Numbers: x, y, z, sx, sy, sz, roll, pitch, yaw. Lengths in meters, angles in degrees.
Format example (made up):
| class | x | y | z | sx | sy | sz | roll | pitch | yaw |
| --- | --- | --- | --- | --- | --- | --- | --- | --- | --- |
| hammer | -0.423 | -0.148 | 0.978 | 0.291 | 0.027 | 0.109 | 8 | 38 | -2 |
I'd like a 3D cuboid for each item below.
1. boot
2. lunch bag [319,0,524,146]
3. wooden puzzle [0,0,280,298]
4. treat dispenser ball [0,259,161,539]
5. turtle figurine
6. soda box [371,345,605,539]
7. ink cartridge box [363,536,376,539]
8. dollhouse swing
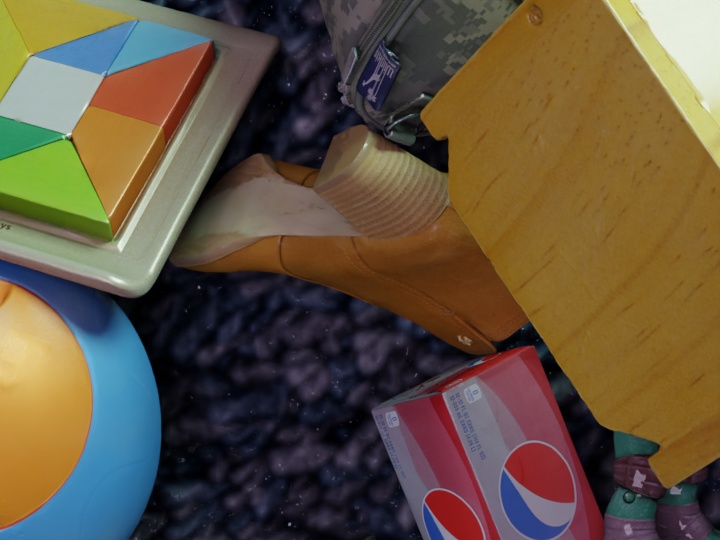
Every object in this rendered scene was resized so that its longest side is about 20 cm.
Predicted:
| class | x | y | z | sx | sy | sz | roll | pitch | yaw |
| --- | --- | --- | --- | --- | --- | --- | --- | --- | --- |
| boot | 0.001 | -0.001 | 1.032 | 0.144 | 0.201 | 0.071 | 38 | 60 | -24 |
| lunch bag | 0.046 | -0.177 | 0.961 | 0.168 | 0.139 | 0.201 | -37 | 50 | 26 |
| wooden puzzle | -0.159 | -0.084 | 1.026 | 0.184 | 0.037 | 0.200 | 16 | 51 | 13 |
| treat dispenser ball | -0.202 | 0.082 | 1.022 | 0.200 | 0.201 | 0.202 | 0 | 92 | 14 |
| turtle figurine | 0.157 | 0.044 | 0.979 | 0.100 | 0.149 | 0.201 | 11 | 101 | 46 |
| soda box | 0.082 | 0.145 | 0.997 | 0.063 | 0.070 | 0.201 | -19 | 94 | 53 |
| ink cartridge box | -0.006 | 0.227 | 0.975 | 0.084 | 0.200 | 0.146 | -39 | 82 | 15 |
| dollhouse swing | 0.173 | -0.053 | 0.871 | 0.200 | 0.175 | 0.182 | 56 | 140 | 8 |
